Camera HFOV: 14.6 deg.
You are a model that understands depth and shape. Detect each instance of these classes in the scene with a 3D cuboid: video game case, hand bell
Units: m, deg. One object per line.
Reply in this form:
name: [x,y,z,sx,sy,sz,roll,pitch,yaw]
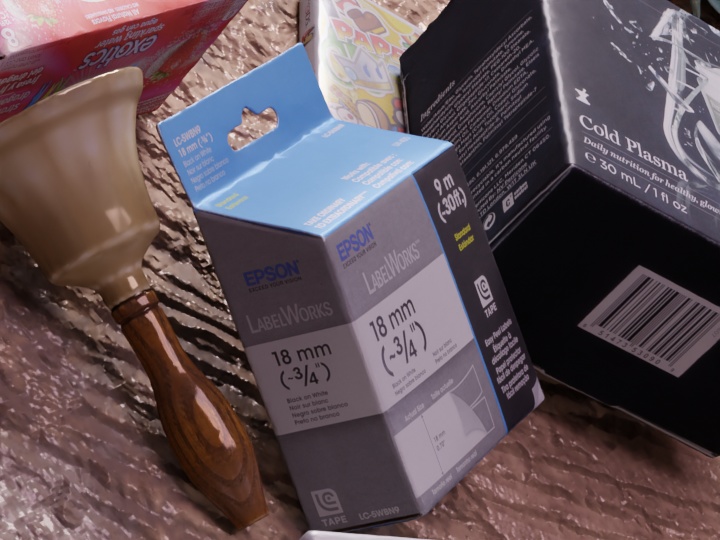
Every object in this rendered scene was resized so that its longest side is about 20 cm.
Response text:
video game case: [0.053,-0.057,1.515,0.200,0.023,0.182,27,36,-23]
hand bell: [-0.094,0.023,1.234,0.104,0.104,0.200,-25,85,-55]

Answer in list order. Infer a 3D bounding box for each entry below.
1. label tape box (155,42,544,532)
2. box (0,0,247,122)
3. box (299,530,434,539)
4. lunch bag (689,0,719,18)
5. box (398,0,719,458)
label tape box: [0.000,0.000,1.283,0.144,0.063,0.200,-37,110,-57]
box: [-0.155,-0.120,1.293,0.100,0.095,0.200,49,33,11]
box: [0.027,0.190,1.092,0.200,0.152,0.106,8,47,-41]
lunch bag: [0.252,-0.243,1.850,0.200,0.122,0.171,20,40,-41]
box: [0.136,-0.041,1.459,0.200,0.124,0.197,26,35,-27]
